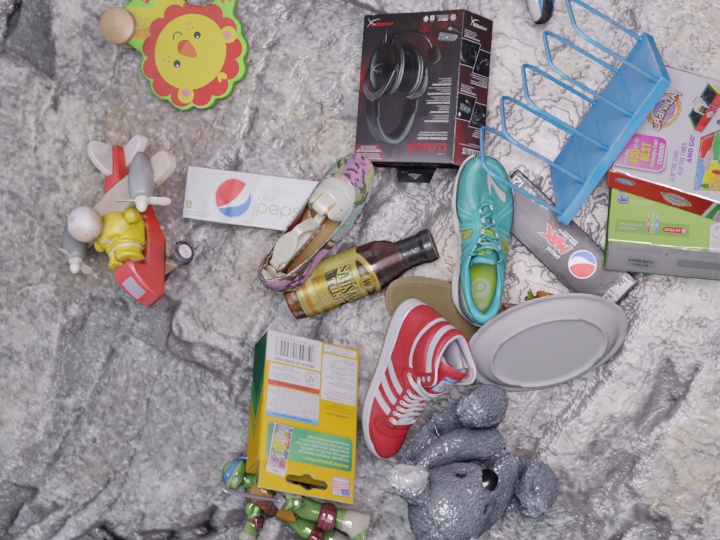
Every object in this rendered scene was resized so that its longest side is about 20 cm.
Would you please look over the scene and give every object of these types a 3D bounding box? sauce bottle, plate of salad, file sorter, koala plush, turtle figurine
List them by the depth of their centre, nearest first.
[{"bbox_3d":[0.234,-0.186,1.394,0.122,0.139,0.201,27,119,-11],"label":"file sorter"},{"bbox_3d":[0.110,0.265,1.441,0.183,0.200,0.178,-32,95,23],"label":"koala plush"},{"bbox_3d":[0.217,0.080,1.458,0.198,0.201,0.048,-19,53,9],"label":"plate of salad"},{"bbox_3d":[-0.097,0.321,1.509,0.192,0.200,0.145,23,103,-3],"label":"turtle figurine"},{"bbox_3d":[0.000,0.000,1.542,0.198,0.066,0.067,-22,87,11],"label":"sauce bottle"}]

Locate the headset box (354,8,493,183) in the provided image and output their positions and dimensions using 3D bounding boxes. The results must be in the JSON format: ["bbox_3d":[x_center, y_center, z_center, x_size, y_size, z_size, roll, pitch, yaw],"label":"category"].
[{"bbox_3d":[0.075,-0.207,1.497,0.147,0.077,0.203,6,90,36],"label":"headset box"}]

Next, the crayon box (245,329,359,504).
[{"bbox_3d":[-0.070,0.183,1.491,0.124,0.052,0.202,14,58,-21],"label":"crayon box"}]

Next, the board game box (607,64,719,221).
[{"bbox_3d":[0.394,-0.137,1.376,0.198,0.040,0.154,20,70,15],"label":"board game box"}]

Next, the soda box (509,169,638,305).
[{"bbox_3d":[0.242,-0.031,1.496,0.200,0.071,0.063,45,96,6],"label":"soda box"}]

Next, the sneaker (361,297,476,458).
[{"bbox_3d":[0.069,0.145,1.441,0.112,0.071,0.202,29,114,45],"label":"sneaker"}]

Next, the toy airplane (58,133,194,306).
[{"bbox_3d":[-0.309,-0.075,1.547,0.198,0.140,0.202,26,114,37],"label":"toy airplane"}]

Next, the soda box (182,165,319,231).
[{"bbox_3d":[-0.122,-0.087,1.563,0.197,0.064,0.069,8,91,10],"label":"soda box"}]

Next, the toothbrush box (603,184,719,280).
[{"bbox_3d":[0.364,-0.101,1.433,0.144,0.086,0.202,5,68,9],"label":"toothbrush box"}]

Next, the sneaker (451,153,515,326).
[{"bbox_3d":[0.148,-0.034,1.436,0.076,0.080,0.203,-1,97,-2],"label":"sneaker"}]

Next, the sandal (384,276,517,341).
[{"bbox_3d":[0.121,0.051,1.525,0.209,0.070,0.079,12,99,-13],"label":"sandal"}]

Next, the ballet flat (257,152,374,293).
[{"bbox_3d":[-0.055,-0.055,1.482,0.069,0.071,0.201,41,102,16],"label":"ballet flat"}]

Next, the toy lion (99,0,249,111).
[{"bbox_3d":[-0.221,-0.316,1.585,0.190,0.069,0.201,31,95,1],"label":"toy lion"}]

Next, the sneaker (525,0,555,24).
[{"bbox_3d":[0.180,-0.390,1.513,0.086,0.075,0.202,-19,79,16],"label":"sneaker"}]
